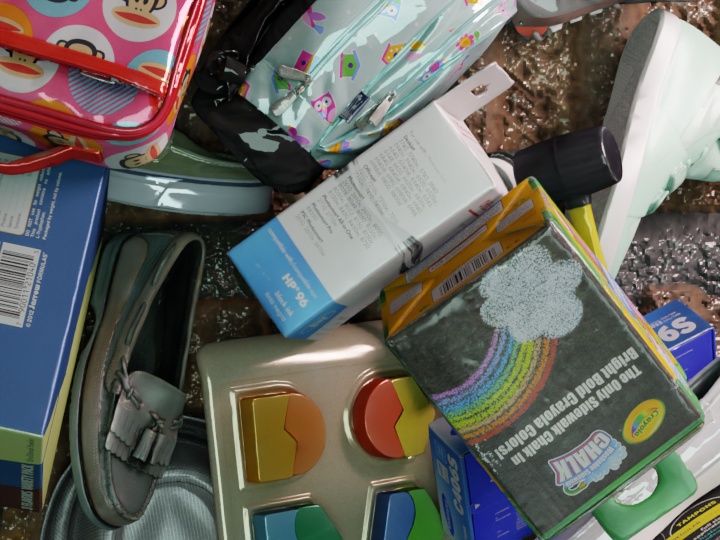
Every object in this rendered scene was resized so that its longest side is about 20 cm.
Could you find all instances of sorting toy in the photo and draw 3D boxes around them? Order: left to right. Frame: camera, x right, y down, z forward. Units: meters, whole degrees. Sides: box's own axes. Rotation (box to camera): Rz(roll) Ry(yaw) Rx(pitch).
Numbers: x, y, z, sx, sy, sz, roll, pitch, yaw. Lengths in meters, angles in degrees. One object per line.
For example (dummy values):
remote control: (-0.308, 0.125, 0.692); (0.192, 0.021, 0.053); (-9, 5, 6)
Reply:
sorting toy: (-0.011, 0.136, 1.522); (0.185, 0.036, 0.201); (-6, 86, -34)

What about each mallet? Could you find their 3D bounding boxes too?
mallet: (0.142, 0.012, 1.479); (0.066, 0.041, 0.201); (-7, 94, 22)

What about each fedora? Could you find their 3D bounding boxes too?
fedora: (-0.121, 0.196, 1.537); (0.176, 0.090, 0.201); (-3, 99, -9)

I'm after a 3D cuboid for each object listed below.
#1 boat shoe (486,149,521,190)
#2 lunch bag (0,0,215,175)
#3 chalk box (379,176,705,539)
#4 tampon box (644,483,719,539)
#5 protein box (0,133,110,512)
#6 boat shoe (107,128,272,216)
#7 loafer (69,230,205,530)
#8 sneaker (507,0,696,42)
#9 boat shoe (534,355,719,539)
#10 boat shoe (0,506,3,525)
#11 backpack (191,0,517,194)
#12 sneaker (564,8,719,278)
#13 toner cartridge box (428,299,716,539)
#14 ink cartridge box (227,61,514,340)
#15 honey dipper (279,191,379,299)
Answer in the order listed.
boat shoe: (0.101, 0.020, 1.560); (0.060, 0.075, 0.201); (-19, 117, -50)
lunch bag: (-0.194, -0.143, 1.379); (0.199, 0.082, 0.177); (16, 75, 0)
chalk box: (0.119, 0.067, 1.402); (0.125, 0.124, 0.200); (-36, 103, 8)
tampon box: (0.206, 0.225, 1.538); (0.150, 0.200, 0.126); (-37, 103, -4)
protein box: (-0.268, 0.015, 1.413); (0.199, 0.135, 0.199); (11, 64, -3)
boat shoe: (-0.152, -0.078, 1.504); (0.199, 0.072, 0.062); (10, 99, -8)
loafer: (-0.137, 0.063, 1.481); (0.063, 0.072, 0.201); (-12, 61, 29)
sneaker: (0.130, -0.189, 1.541); (0.199, 0.077, 0.082); (9, 111, -2)
boat shoe: (0.177, 0.129, 1.510); (0.200, 0.072, 0.069); (-35, 105, 2)
boat shoe: (-0.260, 0.125, 1.517); (0.071, 0.066, 0.202); (10, 95, -9)
backpack: (-0.003, -0.142, 1.464); (0.200, 0.167, 0.127); (-43, 101, 3)
sneaker: (0.210, -0.059, 1.546); (0.118, 0.074, 0.201); (25, 78, -17)
toner cartridge box: (0.142, 0.104, 1.539); (0.199, 0.043, 0.095); (-25, 128, -20)
ink cartridge box: (0.026, -0.040, 1.461); (0.200, 0.116, 0.068); (-36, 83, 7)
honey dipper: (0.000, 0.000, 1.540); (0.038, 0.038, 0.200); (-44, 88, -1)
